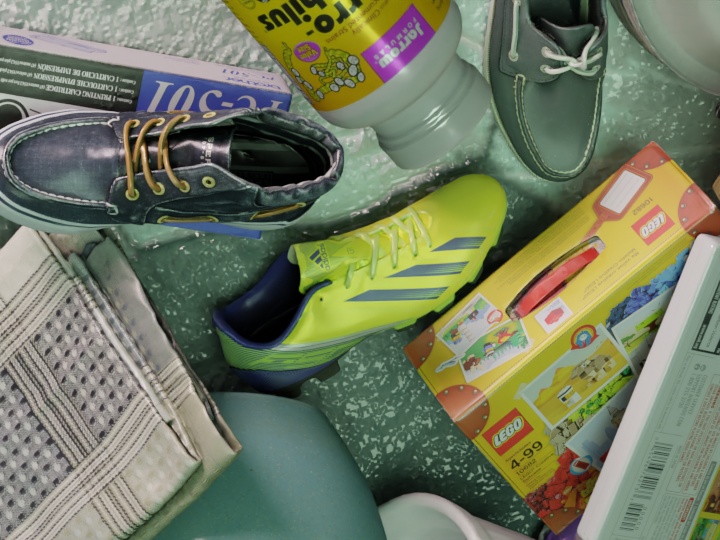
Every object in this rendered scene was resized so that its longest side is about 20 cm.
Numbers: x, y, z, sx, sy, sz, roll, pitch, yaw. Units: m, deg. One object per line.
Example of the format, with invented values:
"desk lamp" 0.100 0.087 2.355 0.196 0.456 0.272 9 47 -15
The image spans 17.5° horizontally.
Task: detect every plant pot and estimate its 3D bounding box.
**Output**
"plant pot" -0.072 0.149 1.407 0.198 0.200 0.136 8 74 -15

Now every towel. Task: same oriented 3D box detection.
"towel" -0.181 0.086 1.340 0.200 0.193 0.034 -42 155 19

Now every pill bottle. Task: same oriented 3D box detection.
"pill bottle" -0.011 -0.154 1.339 0.104 0.104 0.200 -40 113 4

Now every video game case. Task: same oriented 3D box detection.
"video game case" 0.240 0.086 1.425 0.181 0.023 0.201 11 106 -33

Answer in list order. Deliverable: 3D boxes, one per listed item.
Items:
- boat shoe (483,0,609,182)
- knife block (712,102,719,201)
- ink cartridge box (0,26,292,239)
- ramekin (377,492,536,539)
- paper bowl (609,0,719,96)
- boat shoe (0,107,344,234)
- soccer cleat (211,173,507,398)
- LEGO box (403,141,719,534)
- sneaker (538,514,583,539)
"boat shoe" 0.114 -0.142 1.394 0.072 0.062 0.202 -8 111 -10
"knife block" 0.295 -0.082 1.382 0.199 0.064 0.176 -9 150 -30
"ink cartridge box" -0.147 -0.082 1.367 0.198 0.044 0.095 8 109 -15
"ramekin" 0.055 0.247 1.452 0.097 0.200 0.202 18 106 -33
"paper bowl" 0.247 -0.197 1.383 0.199 0.104 0.202 -5 112 -11
"boat shoe" -0.110 -0.063 1.299 0.198 0.091 0.072 1 79 -18
"soccer cleat" 0.000 0.001 1.415 0.199 0.065 0.084 -35 130 4
"LEGO box" 0.150 0.044 1.437 0.200 0.077 0.149 -40 134 3
"sneaker" 0.197 0.165 1.511 0.200 0.089 0.081 -40 114 5
